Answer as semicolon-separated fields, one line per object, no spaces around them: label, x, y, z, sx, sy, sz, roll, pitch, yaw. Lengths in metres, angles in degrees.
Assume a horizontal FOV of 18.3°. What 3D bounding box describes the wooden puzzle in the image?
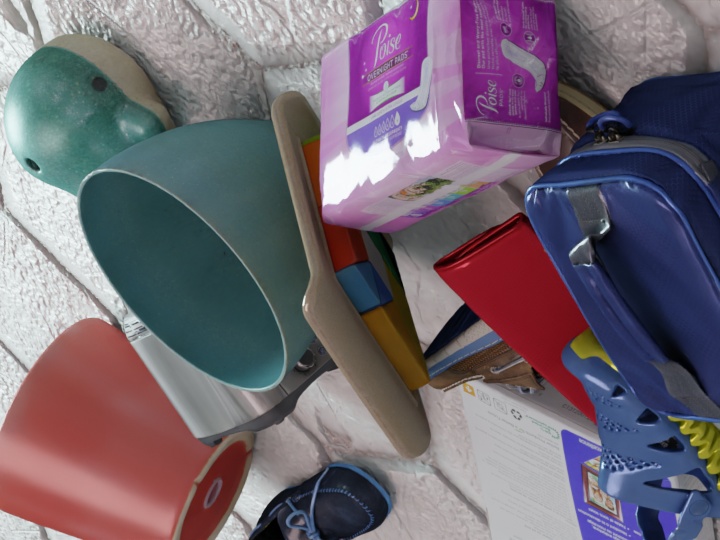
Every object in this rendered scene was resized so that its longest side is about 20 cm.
wooden puzzle;0.000;0.000;1.496;0.037;0.200;0.185;-21;135;12

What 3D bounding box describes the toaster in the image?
toaster;-0.105;0.057;1.781;0.129;0.114;0.200;54;153;-6

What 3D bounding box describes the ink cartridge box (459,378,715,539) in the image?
ink cartridge box;0.167;0.164;1.621;0.198;0.043;0.200;25;143;34

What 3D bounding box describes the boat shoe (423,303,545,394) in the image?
boat shoe;0.105;0.048;1.517;0.072;0.072;0.200;41;148;-7

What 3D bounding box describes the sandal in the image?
sandal;0.186;0.116;1.431;0.200;0.087;0.080;47;-172;-29

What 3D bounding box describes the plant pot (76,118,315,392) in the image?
plant pot;-0.087;-0.032;1.611;0.200;0.135;0.200;33;149;22

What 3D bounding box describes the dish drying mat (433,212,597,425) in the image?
dish drying mat;0.137;0.039;1.440;0.077;0.018;0.200;-33;123;25

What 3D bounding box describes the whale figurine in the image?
whale figurine;-0.193;-0.084;1.720;0.200;0.104;0.159;50;151;-8

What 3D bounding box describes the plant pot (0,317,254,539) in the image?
plant pot;-0.204;0.165;1.993;0.177;0.201;0.201;25;147;16

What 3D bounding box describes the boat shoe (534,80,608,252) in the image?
boat shoe;0.150;-0.024;1.367;0.200;0.072;0.072;55;151;-17

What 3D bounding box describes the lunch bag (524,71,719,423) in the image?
lunch bag;0.189;-0.013;1.267;0.136;0.132;0.200;-3;126;55

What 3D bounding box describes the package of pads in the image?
package of pads;0.043;-0.103;1.359;0.200;0.075;0.121;-25;63;60

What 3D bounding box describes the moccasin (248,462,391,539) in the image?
moccasin;-0.036;0.223;1.946;0.080;0.068;0.200;47;152;-3
